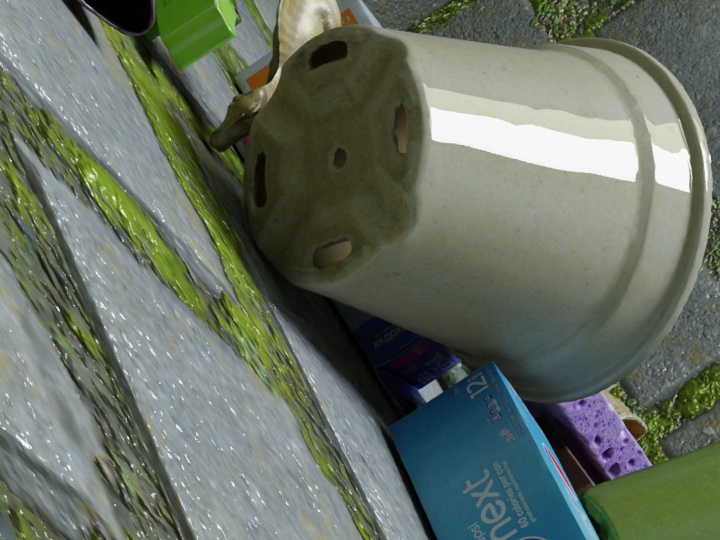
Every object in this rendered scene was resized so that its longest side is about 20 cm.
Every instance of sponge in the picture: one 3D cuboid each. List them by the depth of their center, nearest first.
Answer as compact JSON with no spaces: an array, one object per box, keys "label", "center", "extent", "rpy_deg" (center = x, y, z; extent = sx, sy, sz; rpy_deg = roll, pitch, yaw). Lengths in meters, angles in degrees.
[{"label":"sponge","center":[0.126,0.093,1.332],"extent":[0.111,0.030,0.200],"rpy_deg":[39,-10,42]}]

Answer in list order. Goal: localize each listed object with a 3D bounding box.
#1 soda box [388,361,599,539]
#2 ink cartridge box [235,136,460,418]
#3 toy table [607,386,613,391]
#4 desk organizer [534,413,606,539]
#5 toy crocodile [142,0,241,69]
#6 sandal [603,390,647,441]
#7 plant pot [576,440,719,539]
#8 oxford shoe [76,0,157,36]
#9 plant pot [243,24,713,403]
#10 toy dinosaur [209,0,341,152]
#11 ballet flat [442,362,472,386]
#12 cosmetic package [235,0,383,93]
[{"label":"soda box","center":[0.081,0.138,1.109],"extent":[0.064,0.068,0.200],"rpy_deg":[54,7,-37]},{"label":"ink cartridge box","center":[0.000,0.000,1.327],"extent":[0.201,0.042,0.119],"rpy_deg":[60,7,15]},{"label":"toy table","center":[0.120,0.005,1.722],"extent":[0.200,0.184,0.117],"rpy_deg":[43,-5,-30]},{"label":"desk organizer","center":[0.131,0.174,1.316],"extent":[0.077,0.072,0.200],"rpy_deg":[55,1,43]},{"label":"toy crocodile","center":[-0.098,-0.167,1.253],"extent":[0.062,0.067,0.200],"rpy_deg":[53,7,-34]},{"label":"sandal","center":[0.159,0.121,1.518],"extent":[0.078,0.069,0.213],"rpy_deg":[77,6,-55]},{"label":"plant pot","center":[0.209,0.162,1.185],"extent":[0.200,0.188,0.202],"rpy_deg":[170,-90,-76]},{"label":"oxford shoe","center":[-0.140,-0.184,1.018],"extent":[0.200,0.071,0.073],"rpy_deg":[51,14,-49]},{"label":"plant pot","center":[0.048,-0.042,1.174],"extent":[0.183,0.201,0.201],"rpy_deg":[12,38,-44]},{"label":"toy dinosaur","center":[-0.029,-0.140,1.254],"extent":[0.101,0.058,0.201],"rpy_deg":[67,33,-60]},{"label":"ballet flat","center":[0.053,0.021,1.588],"extent":[0.064,0.075,0.201],"rpy_deg":[108,-39,-57]},{"label":"cosmetic package","center":[0.011,-0.067,1.457],"extent":[0.201,0.101,0.071],"rpy_deg":[59,7,29]}]
